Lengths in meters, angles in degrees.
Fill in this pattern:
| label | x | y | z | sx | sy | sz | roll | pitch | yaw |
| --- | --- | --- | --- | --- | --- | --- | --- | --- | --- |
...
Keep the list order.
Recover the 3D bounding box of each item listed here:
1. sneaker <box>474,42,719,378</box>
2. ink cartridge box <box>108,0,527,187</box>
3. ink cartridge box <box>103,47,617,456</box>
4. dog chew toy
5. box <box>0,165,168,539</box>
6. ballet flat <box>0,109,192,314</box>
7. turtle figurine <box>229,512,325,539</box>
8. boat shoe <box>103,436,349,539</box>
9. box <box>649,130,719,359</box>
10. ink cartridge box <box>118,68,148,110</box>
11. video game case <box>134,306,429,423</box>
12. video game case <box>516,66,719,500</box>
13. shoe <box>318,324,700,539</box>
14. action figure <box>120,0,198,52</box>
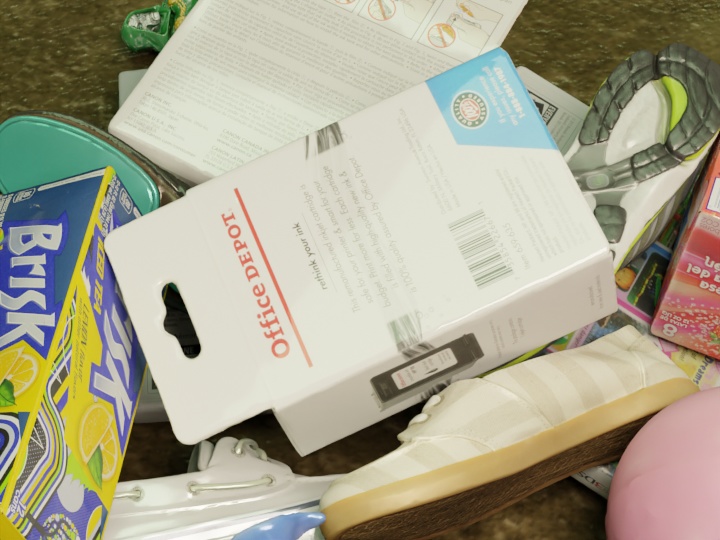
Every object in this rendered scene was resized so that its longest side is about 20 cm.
| label | x | y | z | sx | sy | sz | roll | pitch | yaw |
| --- | --- | --- | --- | --- | --- | --- | --- | --- | --- |
| sneaker | 0.109 | -0.016 | 0.839 | 0.074 | 0.081 | 0.200 | 39 | 74 | 24 |
| ink cartridge box | -0.016 | -0.107 | 0.929 | 0.160 | 0.050 | 0.201 | 26 | 64 | 14 |
| ink cartridge box | 0.000 | 0.000 | 0.769 | 0.199 | 0.067 | 0.116 | -24 | 64 | 0 |
| dog chew toy | 0.166 | 0.150 | 0.724 | 0.124 | 0.125 | 0.201 | 0 | 55 | 5 |
| box | -0.139 | 0.049 | 0.749 | 0.064 | 0.070 | 0.201 | -13 | 42 | 19 |
| ballet flat | -0.098 | -0.014 | 0.872 | 0.199 | 0.068 | 0.068 | 32 | 94 | 7 |
| turtle figurine | -0.005 | 0.198 | 0.721 | 0.193 | 0.201 | 0.144 | 32 | 24 | 4 |
| boat shoe | -0.060 | 0.106 | 0.784 | 0.199 | 0.074 | 0.067 | -10 | 71 | -26 |
| box | 0.255 | 0.002 | 0.841 | 0.199 | 0.095 | 0.103 | 20 | 50 | 6 |
| ink cartridge box | -0.038 | -0.051 | 0.982 | 0.195 | 0.043 | 0.201 | -8 | 45 | -3 |
| video game case | -0.026 | -0.013 | 0.919 | 0.198 | 0.022 | 0.184 | -4 | 64 | 0 |
| video game case | 0.113 | 0.006 | 0.884 | 0.181 | 0.024 | 0.200 | 33 | 54 | 4 |
| shoe | 0.063 | 0.073 | 0.777 | 0.199 | 0.070 | 0.054 | -16 | 67 | -28 |
| action figure | -0.055 | -0.172 | 1.093 | 0.199 | 0.055 | 0.119 | -17 | 50 | -5 |
